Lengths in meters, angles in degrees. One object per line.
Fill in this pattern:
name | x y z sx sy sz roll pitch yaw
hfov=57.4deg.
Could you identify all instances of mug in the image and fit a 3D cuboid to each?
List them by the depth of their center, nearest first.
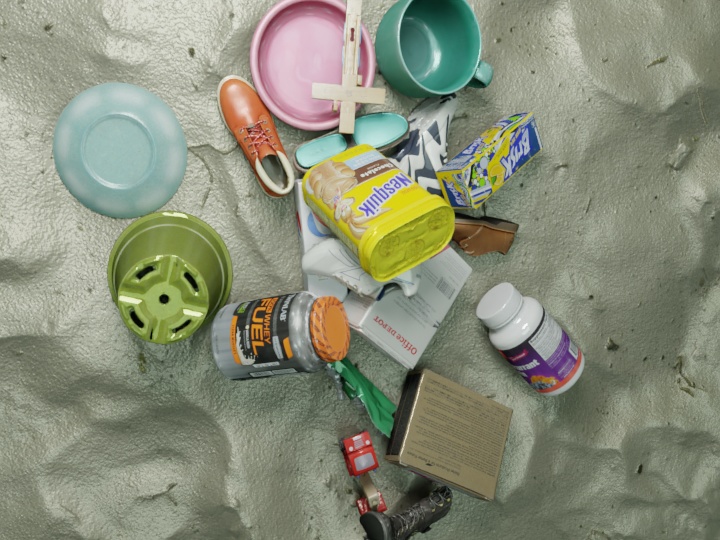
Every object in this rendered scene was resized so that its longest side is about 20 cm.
mug | 0.105 -0.337 1.034 0.151 0.114 0.187 -39 113 -15

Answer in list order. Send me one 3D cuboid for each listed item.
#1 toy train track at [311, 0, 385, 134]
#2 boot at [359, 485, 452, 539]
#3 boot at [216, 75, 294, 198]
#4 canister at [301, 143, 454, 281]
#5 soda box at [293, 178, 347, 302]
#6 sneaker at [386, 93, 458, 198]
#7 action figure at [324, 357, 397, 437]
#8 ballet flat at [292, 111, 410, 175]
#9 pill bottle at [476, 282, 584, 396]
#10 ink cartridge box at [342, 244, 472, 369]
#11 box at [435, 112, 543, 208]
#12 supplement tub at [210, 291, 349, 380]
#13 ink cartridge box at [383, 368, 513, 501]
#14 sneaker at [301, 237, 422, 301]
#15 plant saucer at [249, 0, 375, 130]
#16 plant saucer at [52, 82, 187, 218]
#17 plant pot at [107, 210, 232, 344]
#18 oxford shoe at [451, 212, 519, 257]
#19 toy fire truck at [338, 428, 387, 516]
toy train track | -0.017 -0.312 1.008 0.112 0.033 0.205 3 94 -7
boot | 0.088 0.429 1.155 0.172 0.070 0.202 -28 148 -18
boot | -0.155 -0.206 1.006 0.074 0.107 0.203 -29 104 -5
canister | 0.019 -0.092 0.955 0.147 0.200 0.088 -28 138 -20
soda box | -0.065 -0.049 1.078 0.066 0.064 0.205 -7 101 -12
sneaker | 0.123 -0.186 1.097 0.129 0.079 0.202 42 69 -35
action figure | -0.019 0.191 1.124 0.054 0.118 0.201 -39 98 9
ballet flat | -0.016 -0.201 1.060 0.196 0.067 0.069 -17 77 -5
pill bottle | 0.299 0.120 1.172 0.112 0.111 0.200 -45 106 -2
ink cartridge box | 0.073 0.038 1.085 0.145 0.084 0.202 39 77 -32
box | 0.214 -0.182 1.080 0.199 0.064 0.071 -40 117 -28
supplement tub | -0.123 0.101 1.019 0.196 0.123 0.125 -11 105 24
ink cartridge box | 0.157 0.289 1.159 0.197 0.075 0.168 26 69 -16
sneaker | 0.000 0.000 0.994 0.195 0.074 0.089 1 75 18
plant saucer | -0.076 -0.324 1.031 0.196 0.051 0.206 -3 102 -14
plant saucer | -0.363 -0.179 0.994 0.196 0.039 0.206 -3 101 -13
plant pot | -0.285 0.024 0.973 0.195 0.190 0.205 -3 102 -12
oxford shoe | 0.184 -0.060 1.125 0.196 0.071 0.073 8 104 -24
toy fire truck | 0.007 0.353 1.129 0.048 0.200 0.144 -18 76 -10
